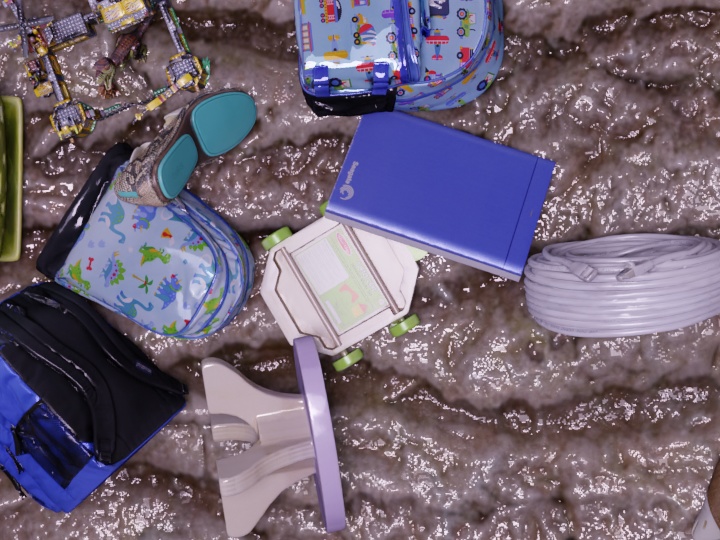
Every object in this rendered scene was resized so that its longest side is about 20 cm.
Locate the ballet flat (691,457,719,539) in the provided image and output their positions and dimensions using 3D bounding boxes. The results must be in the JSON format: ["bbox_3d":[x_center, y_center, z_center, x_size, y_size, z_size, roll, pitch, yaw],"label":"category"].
[{"bbox_3d":[0.374,0.277,1.267,0.072,0.068,0.201,-20,96,26],"label":"ballet flat"}]

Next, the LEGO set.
[{"bbox_3d":[-0.256,-0.217,1.265,0.199,0.116,0.155,-13,92,7],"label":"LEGO set"}]

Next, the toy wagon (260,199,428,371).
[{"bbox_3d":[0.000,0.000,1.293,0.199,0.040,0.156,-31,90,6],"label":"toy wagon"}]

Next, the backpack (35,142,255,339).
[{"bbox_3d":[-0.204,-0.012,1.273,0.200,0.154,0.163,34,92,-8],"label":"backpack"}]

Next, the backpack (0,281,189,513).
[{"bbox_3d":[-0.312,0.128,1.274,0.200,0.163,0.168,47,118,-1],"label":"backpack"}]

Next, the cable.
[{"bbox_3d":[0.253,0.009,1.188,0.199,0.200,0.070,-9,98,-20],"label":"cable"}]

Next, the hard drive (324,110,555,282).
[{"bbox_3d":[0.080,-0.080,1.257,0.199,0.025,0.132,18,66,5],"label":"hard drive"}]

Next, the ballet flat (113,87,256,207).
[{"bbox_3d":[-0.178,-0.124,1.244,0.075,0.200,0.068,-1,121,28],"label":"ballet flat"}]

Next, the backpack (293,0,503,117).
[{"bbox_3d":[0.040,-0.241,1.220,0.199,0.135,0.184,-1,86,3],"label":"backpack"}]

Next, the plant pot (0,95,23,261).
[{"bbox_3d":[-0.440,-0.095,1.262,0.199,0.181,0.200,2,94,6],"label":"plant pot"}]

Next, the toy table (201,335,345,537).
[{"bbox_3d":[-0.087,0.171,1.253,0.117,0.184,0.201,-9,95,-7],"label":"toy table"}]
